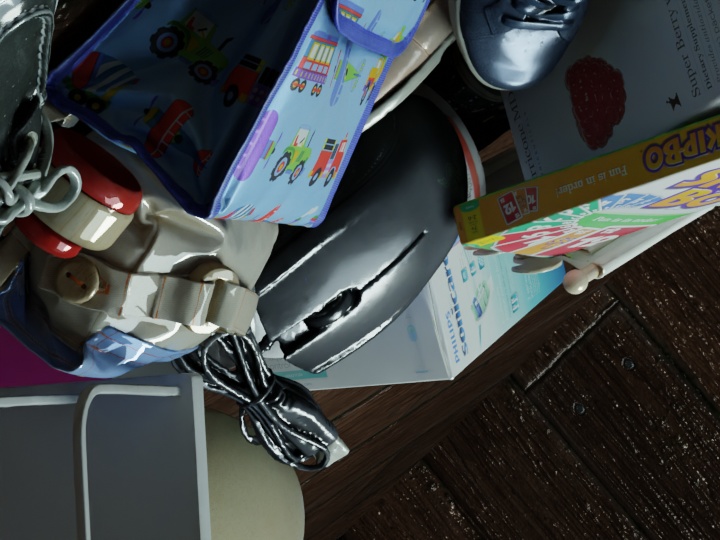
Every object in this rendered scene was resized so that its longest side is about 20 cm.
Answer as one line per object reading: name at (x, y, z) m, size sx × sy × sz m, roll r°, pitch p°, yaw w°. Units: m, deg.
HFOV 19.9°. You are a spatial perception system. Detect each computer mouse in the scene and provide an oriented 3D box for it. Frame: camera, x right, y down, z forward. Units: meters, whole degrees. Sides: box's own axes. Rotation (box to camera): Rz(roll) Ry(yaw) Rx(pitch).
computer mouse at (0.000, 0.000, 1.044) m, size 0.200 × 0.053 × 0.139 m, roll -56°, pitch 135°, yaw -15°

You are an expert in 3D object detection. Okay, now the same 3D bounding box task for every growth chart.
growth chart at (0.117, -0.041, 1.206) m, size 0.145 × 0.018 × 0.200 m, roll -26°, pitch -154°, yaw -20°

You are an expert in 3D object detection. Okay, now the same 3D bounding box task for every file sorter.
file sorter at (-0.177, 0.119, 0.869) m, size 0.200 × 0.139 × 0.125 m, roll -5°, pitch 175°, yaw 15°

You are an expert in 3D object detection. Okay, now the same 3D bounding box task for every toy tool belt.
toy tool belt at (-0.117, 0.004, 0.891) m, size 0.123 × 0.125 × 0.200 m, roll -51°, pitch 168°, yaw 10°

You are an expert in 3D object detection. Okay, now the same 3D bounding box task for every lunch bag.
lunch bag at (-0.019, -0.124, 0.857) m, size 0.200 × 0.094 × 0.151 m, roll -55°, pitch 167°, yaw 10°

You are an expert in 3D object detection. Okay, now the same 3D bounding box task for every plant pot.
plant pot at (-0.157, 0.162, 1.354) m, size 0.200 × 0.200 × 0.134 m, roll -41°, pitch 135°, yaw 4°

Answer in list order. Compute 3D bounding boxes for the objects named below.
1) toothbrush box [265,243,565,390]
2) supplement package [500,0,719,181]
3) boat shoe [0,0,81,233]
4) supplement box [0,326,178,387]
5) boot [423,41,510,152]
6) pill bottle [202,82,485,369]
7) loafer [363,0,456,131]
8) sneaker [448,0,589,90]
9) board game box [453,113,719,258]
toothbrush box at (0.027, 0.004, 1.320) m, size 0.146 × 0.085 × 0.200 m, roll -6°, pitch -166°, yaw 28°
supplement package at (0.170, -0.120, 1.057) m, size 0.120 × 0.121 × 0.200 m, roll -9°, pitch 168°, yaw -28°
boat shoe at (-0.142, -0.041, 0.740) m, size 0.074 × 0.068 × 0.199 m, roll -31°, pitch 167°, yaw -44°
supplement box at (-0.172, 0.084, 1.096) m, size 0.101 × 0.103 × 0.200 m, roll -33°, pitch 169°, yaw -34°
boot at (0.091, -0.128, 1.270) m, size 0.204 × 0.073 × 0.154 m, roll -35°, pitch 176°, yaw -43°
pill bottle at (-0.035, -0.021, 1.124) m, size 0.200 × 0.112 × 0.112 m, roll -33°, pitch 168°, yaw -34°
loafer at (0.019, -0.132, 1.026) m, size 0.200 × 0.063 × 0.072 m, roll -38°, pitch -156°, yaw 5°
sneaker at (0.098, -0.154, 0.937) m, size 0.075 × 0.085 × 0.200 m, roll -6°, pitch 132°, yaw -24°
board game box at (0.155, -0.047, 1.028) m, size 0.200 × 0.030 × 0.096 m, roll -21°, pitch 165°, yaw 30°
